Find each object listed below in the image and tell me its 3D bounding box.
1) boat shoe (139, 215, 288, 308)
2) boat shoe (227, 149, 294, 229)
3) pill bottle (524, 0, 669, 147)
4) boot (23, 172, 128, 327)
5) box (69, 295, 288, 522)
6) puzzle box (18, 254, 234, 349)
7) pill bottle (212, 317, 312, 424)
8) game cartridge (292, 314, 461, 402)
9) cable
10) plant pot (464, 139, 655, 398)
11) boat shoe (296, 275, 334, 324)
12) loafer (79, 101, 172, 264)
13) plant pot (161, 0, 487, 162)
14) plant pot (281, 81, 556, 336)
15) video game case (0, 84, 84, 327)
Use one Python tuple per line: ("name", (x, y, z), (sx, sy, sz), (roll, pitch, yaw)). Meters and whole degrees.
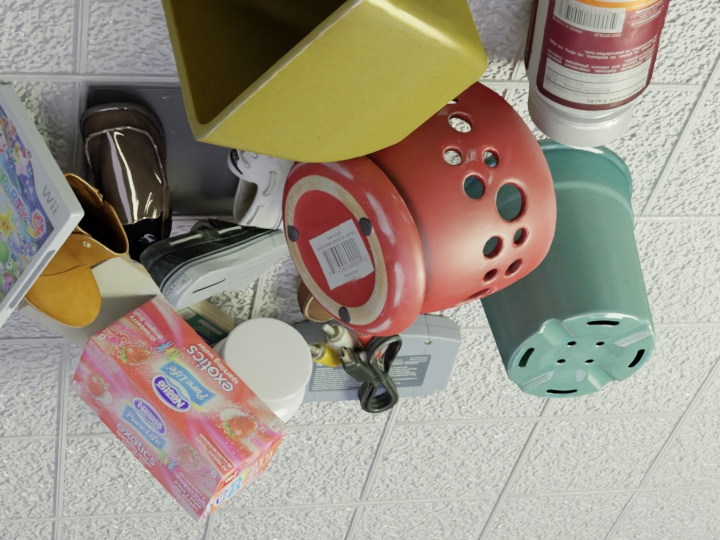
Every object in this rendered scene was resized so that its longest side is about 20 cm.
("boat shoe", (-0.136, -0.021, 1.491), (0.072, 0.071, 0.200), (-46, 168, 25))
("boat shoe", (-0.087, -0.105, 1.425), (0.070, 0.071, 0.200), (-4, 150, -13))
("pill bottle", (0.201, -0.206, 1.319), (0.114, 0.114, 0.200), (-6, 144, -6))
("boot", (-0.266, -0.014, 1.438), (0.144, 0.071, 0.201), (3, 140, 38))
("box", (-0.185, 0.138, 1.556), (0.103, 0.200, 0.095), (-33, 161, -40))
("puzzle box", (-0.243, 0.047, 1.621), (0.133, 0.025, 0.200), (-27, 141, 21))
("pill bottle", (-0.126, 0.136, 1.671), (0.114, 0.114, 0.200), (3, 152, -18))
("game cartridge", (0.009, 0.099, 1.749), (0.200, 0.042, 0.133), (-2, 139, -12))
("cable", (0.012, 0.100, 1.704), (0.097, 0.050, 0.200), (-26, 154, 8))
("plant pot", (0.199, 0.008, 1.538), (0.200, 0.196, 0.200), (-8, 144, -6))
("boat shoe", (0.000, 0.000, 1.577), (0.076, 0.074, 0.200), (14, 139, -29))
("loafer", (-0.207, -0.077, 1.425), (0.073, 0.071, 0.200), (-12, 144, 1))
("plant pot", (-0.014, -0.201, 1.219), (0.194, 0.196, 0.200), (-36, 144, 31))
("plant pot", (0.042, -0.054, 1.365), (0.182, 0.200, 0.201), (-24, 154, -33))
("video game case", (-0.328, -0.048, 1.380), (0.018, 0.143, 0.200), (-13, 155, -47))
